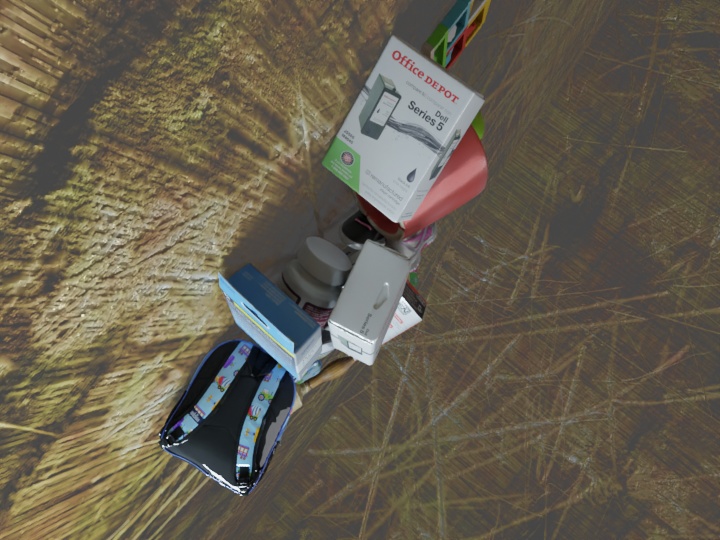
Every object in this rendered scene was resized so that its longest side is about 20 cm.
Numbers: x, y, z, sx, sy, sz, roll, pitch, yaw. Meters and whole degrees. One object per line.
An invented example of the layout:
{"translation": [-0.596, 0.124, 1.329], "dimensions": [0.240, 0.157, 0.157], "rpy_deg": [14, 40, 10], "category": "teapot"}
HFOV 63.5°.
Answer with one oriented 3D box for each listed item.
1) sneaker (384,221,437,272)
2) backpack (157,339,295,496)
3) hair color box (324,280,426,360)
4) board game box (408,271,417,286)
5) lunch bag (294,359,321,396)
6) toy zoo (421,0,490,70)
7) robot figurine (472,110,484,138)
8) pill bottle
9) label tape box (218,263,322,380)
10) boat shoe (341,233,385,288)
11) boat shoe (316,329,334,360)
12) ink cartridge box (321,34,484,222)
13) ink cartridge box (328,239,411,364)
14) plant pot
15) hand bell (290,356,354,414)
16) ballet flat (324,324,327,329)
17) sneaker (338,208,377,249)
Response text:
{"translation": [0.099, -0.085, 1.130], "dimensions": [0.202, 0.079, 0.090], "rpy_deg": [-63, 149, -49], "category": "sneaker"}
{"translation": [-0.199, 0.223, 0.934], "dimensions": [0.204, 0.179, 0.135], "rpy_deg": [-62, 179, -13], "category": "backpack"}
{"translation": [0.030, 0.093, 1.187], "dimensions": [0.198, 0.102, 0.062], "rpy_deg": [-34, -165, 33], "category": "hair color box"}
{"translation": [0.089, -0.067, 1.283], "dimensions": [0.153, 0.039, 0.208], "rpy_deg": [-7, 94, -75], "category": "board game box"}
{"translation": [-0.166, 0.240, 1.274], "dimensions": [0.159, 0.083, 0.201], "rpy_deg": [-36, 163, -20], "category": "lunch bag"}
{"translation": [0.167, -0.405, 0.963], "dimensions": [0.202, 0.020, 0.131], "rpy_deg": [-53, 168, -7], "category": "toy zoo"}
{"translation": [0.176, -0.258, 1.185], "dimensions": [0.174, 0.115, 0.203], "rpy_deg": [-25, 150, -57], "category": "robot figurine"}
{"translation": [-0.098, 0.053, 0.983], "dimensions": [0.203, 0.108, 0.109], "rpy_deg": [-58, 167, 20], "category": "pill bottle"}
{"translation": [-0.124, 0.067, 0.835], "dimensions": [0.066, 0.142, 0.201], "rpy_deg": [-46, 167, -21], "category": "label tape box"}
{"translation": [0.000, 0.000, 1.164], "dimensions": [0.197, 0.095, 0.074], "rpy_deg": [-33, -158, -16], "category": "boat shoe"}
{"translation": [-0.134, 0.164, 1.085], "dimensions": [0.194, 0.072, 0.064], "rpy_deg": [-13, 115, -21], "category": "boat shoe"}
{"translation": [0.059, -0.196, 0.817], "dimensions": [0.203, 0.144, 0.084], "rpy_deg": [-58, 165, 19], "category": "ink cartridge box"}
{"translation": [0.015, 0.060, 0.970], "dimensions": [0.201, 0.082, 0.149], "rpy_deg": [90, 24, -72], "category": "ink cartridge box"}
{"translation": [0.087, -0.160, 0.975], "dimensions": [0.176, 0.201, 0.202], "rpy_deg": [-38, 164, -18], "category": "plant pot"}
{"translation": [-0.098, 0.223, 1.142], "dimensions": [0.196, 0.106, 0.105], "rpy_deg": [-26, 160, -16], "category": "hand bell"}
{"translation": [-0.089, 0.091, 1.251], "dimensions": [0.069, 0.067, 0.202], "rpy_deg": [-54, 171, -39], "category": "ballet flat"}
{"translation": [0.021, -0.113, 1.107], "dimensions": [0.101, 0.070, 0.200], "rpy_deg": [-62, 172, 30], "category": "sneaker"}
